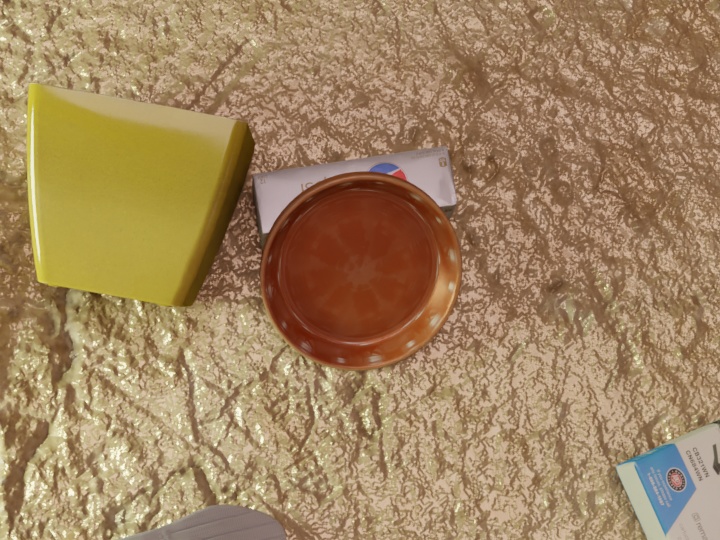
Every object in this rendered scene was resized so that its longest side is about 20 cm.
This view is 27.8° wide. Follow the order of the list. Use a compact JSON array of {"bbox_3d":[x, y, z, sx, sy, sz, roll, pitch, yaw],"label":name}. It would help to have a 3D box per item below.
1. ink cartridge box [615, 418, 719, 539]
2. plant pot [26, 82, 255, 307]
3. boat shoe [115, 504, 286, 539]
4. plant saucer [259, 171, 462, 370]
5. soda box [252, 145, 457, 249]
[{"bbox_3d":[0.373,0.215,1.414,0.199,0.084,0.147,-23,80,-8],"label":"ink cartridge box"},{"bbox_3d":[-0.216,-0.062,1.385,0.198,0.200,0.178,10,88,-2],"label":"plant pot"},{"bbox_3d":[-0.169,0.271,1.373,0.199,0.071,0.073,-5,64,-25],"label":"boat shoe"},{"bbox_3d":[0.000,0.000,1.421,0.199,0.032,0.202,-3,110,-7],"label":"plant saucer"},{"bbox_3d":[-0.007,-0.073,1.457,0.198,0.068,0.064,-9,78,-6],"label":"soda box"}]
